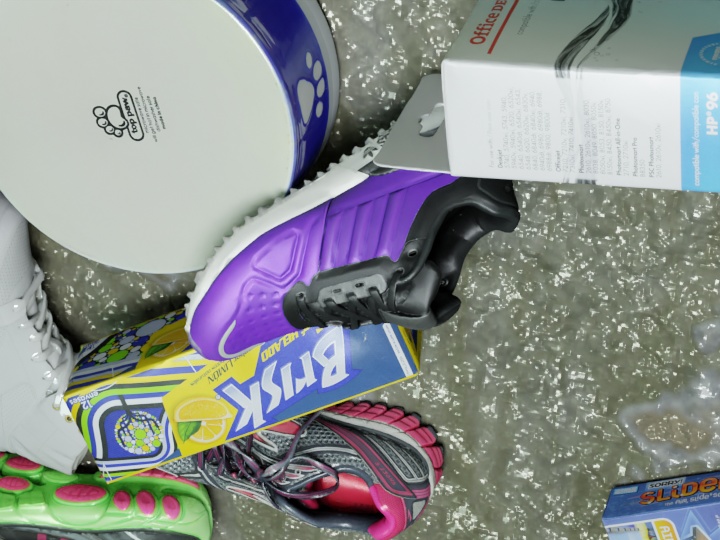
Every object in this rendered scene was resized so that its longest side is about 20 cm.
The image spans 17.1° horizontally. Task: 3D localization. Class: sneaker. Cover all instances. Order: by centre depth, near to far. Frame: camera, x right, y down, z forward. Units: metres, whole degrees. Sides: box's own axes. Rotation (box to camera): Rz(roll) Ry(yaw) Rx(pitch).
[{"bbox_3d":[0.000,0.000,1.285,0.200,0.070,0.100,-37,64,3],"label":"sneaker"},{"bbox_3d":[-0.053,0.109,1.434,0.199,0.075,0.081,8,122,15],"label":"sneaker"},{"bbox_3d":[-0.192,0.041,1.448,0.115,0.074,0.200,19,134,5],"label":"sneaker"},{"bbox_3d":[-0.191,0.167,1.517,0.199,0.077,0.084,5,117,18],"label":"sneaker"}]

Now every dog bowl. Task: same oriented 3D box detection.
[{"bbox_3d":[-0.117,-0.101,1.324,0.199,0.079,0.201,9,123,14],"label":"dog bowl"}]

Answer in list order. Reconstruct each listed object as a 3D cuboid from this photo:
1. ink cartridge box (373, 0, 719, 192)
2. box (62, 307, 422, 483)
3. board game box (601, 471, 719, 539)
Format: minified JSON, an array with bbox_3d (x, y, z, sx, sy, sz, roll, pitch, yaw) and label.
[{"bbox_3d":[0.113,-0.099,1.223,0.199,0.116,0.068,4,121,16],"label":"ink cartridge box"},{"bbox_3d":[-0.066,0.052,1.379,0.199,0.070,0.064,-20,112,13],"label":"box"},{"bbox_3d":[0.238,0.209,1.416,0.135,0.034,0.200,-11,116,24],"label":"board game box"}]
